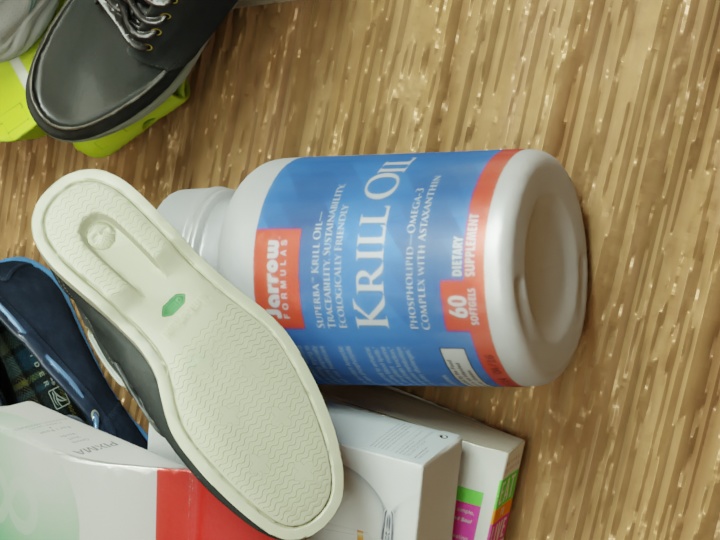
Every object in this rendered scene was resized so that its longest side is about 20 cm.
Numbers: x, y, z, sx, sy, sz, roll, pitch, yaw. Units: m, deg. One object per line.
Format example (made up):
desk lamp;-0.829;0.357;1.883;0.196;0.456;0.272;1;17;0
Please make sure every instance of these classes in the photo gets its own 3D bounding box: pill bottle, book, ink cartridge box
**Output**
pill bottle;0.000;0.000;1.047;0.199;0.112;0.113;-2;98;26
book;0.000;0.161;1.113;0.133;0.048;0.201;19;108;21
ink cartridge box;-0.119;0.167;1.069;0.199;0.050;0.162;18;112;43

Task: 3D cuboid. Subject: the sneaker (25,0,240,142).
sneaker;-0.108;-0.136;1.035;0.200;0.106;0.075;-43;81;20

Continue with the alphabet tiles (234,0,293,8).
alphabet tiles;-0.099;-0.232;1.115;0.166;0.008;0.201;-3;97;27

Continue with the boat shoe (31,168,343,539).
boat shoe;-0.077;0.042;1.008;0.072;0.068;0.200;-36;78;-16

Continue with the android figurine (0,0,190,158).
android figurine;-0.165;-0.146;1.134;0.200;0.041;0.183;-34;84;23

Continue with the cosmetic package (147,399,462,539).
cosmetic package;-0.035;0.163;1.081;0.150;0.052;0.201;13;110;25

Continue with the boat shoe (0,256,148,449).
boat shoe;-0.166;0.093;1.168;0.084;0.069;0.201;-37;82;26

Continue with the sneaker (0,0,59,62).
sneaker;-0.157;-0.187;1.062;0.070;0.080;0.201;38;105;18
